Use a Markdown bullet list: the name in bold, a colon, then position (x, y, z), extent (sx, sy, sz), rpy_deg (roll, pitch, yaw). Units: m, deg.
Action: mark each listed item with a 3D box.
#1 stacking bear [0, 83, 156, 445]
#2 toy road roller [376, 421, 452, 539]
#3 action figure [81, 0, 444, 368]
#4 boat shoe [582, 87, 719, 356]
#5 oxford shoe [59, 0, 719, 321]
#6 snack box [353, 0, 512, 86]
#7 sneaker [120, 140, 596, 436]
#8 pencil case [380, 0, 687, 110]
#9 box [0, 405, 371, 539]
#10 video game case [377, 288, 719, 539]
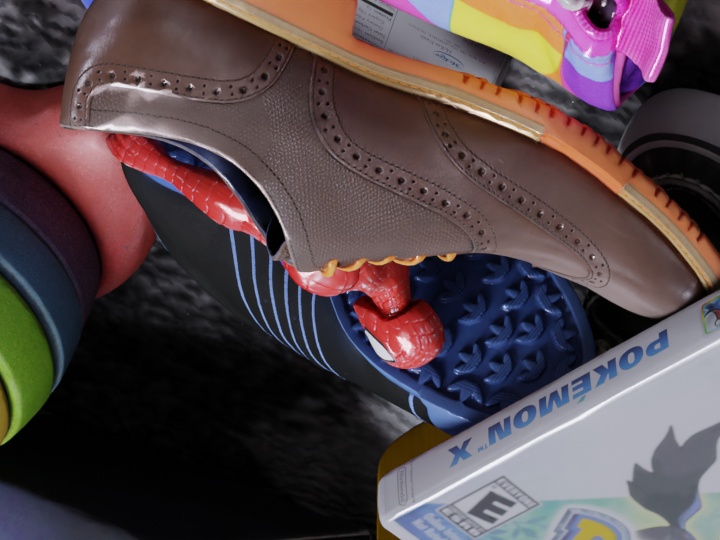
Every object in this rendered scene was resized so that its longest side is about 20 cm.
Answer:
- **stacking bear**: position (-0.167, 0.031, 0.926), extent (0.121, 0.200, 0.114), rpy_deg (17, 141, 22)
- **toy road roller**: position (0.020, 0.158, 0.911), extent (0.146, 0.200, 0.123), rpy_deg (-24, 119, 18)
- **action figure**: position (-0.042, -0.051, 0.784), extent (0.200, 0.065, 0.052), rpy_deg (50, 129, 0)
- **boat shoe**: position (0.102, 0.031, 0.835), extent (0.071, 0.064, 0.200), rpy_deg (18, 141, 21)
- **oxford shoe**: position (0.010, -0.025, 0.741), extent (0.200, 0.073, 0.071), rpy_deg (27, 175, -11)
- **snack box**: position (-0.042, -0.110, 0.817), extent (0.200, 0.024, 0.072), rpy_deg (29, 143, 6)
- **sneaker**: position (0.000, 0.000, 0.858), extent (0.200, 0.070, 0.078), rpy_deg (39, 164, 27)
- **pencil case**: position (0.006, -0.116, 0.724), extent (0.200, 0.088, 0.088), rpy_deg (25, 143, 13)
- **box**: position (-0.123, 0.166, 1.006), extent (0.198, 0.123, 0.200), rpy_deg (16, 99, 36)
- **video game case**: position (0.137, 0.079, 0.801), extent (0.182, 0.022, 0.200), rpy_deg (-31, 128, 27)
